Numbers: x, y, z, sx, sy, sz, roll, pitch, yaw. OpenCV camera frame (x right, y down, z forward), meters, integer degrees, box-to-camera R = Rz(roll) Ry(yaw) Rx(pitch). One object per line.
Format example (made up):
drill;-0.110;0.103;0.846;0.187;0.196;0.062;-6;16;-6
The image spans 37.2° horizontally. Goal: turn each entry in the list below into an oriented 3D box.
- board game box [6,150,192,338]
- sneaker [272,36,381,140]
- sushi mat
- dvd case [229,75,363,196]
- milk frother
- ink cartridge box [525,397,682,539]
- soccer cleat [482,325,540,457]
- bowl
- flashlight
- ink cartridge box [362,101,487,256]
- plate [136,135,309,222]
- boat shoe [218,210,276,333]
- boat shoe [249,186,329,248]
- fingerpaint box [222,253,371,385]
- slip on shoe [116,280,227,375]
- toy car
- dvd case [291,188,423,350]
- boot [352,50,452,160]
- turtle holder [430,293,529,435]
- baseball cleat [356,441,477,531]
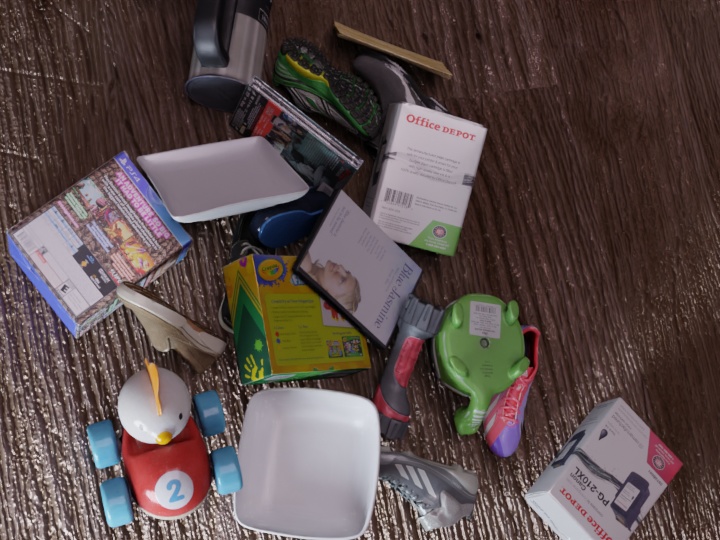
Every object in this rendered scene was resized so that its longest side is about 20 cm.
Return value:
board game box;-0.362;-0.035;1.490;0.199;0.097;0.160;-38;89;-22
sneaker;-0.050;-0.270;1.658;0.199;0.086;0.078;41;45;6
sushi mat;0.049;-0.353;1.711;0.197;0.096;0.012;18;111;-12
dvd case;-0.098;-0.190;1.586;0.199;0.146;0.022;38;66;-4
milk frother;-0.245;-0.358;1.608;0.197;0.180;0.192;-3;71;27
ink cartridge box;0.369;0.319;1.626;0.145;0.084;0.200;45;68;-1
soccer cleat;0.232;0.180;1.626;0.066;0.076;0.203;17;71;-12
bowl;-0.069;0.270;1.489;0.196;0.075;0.203;4;73;7
flashlight;0.067;0.142;1.552;0.067;0.068;0.203;20;96;-20
ink cartridge box;0.093;-0.139;1.629;0.143;0.084;0.204;14;95;-13
plate;-0.195;-0.125;1.503;0.197;0.200;0.033;-13;123;-22
boat shoe;-0.157;-0.011;1.564;0.071;0.068;0.203;14;69;-11
boat shoe;-0.109;-0.081;1.566;0.069;0.199;0.085;43;111;15
fingerpaint box;-0.089;0.069;1.517;0.198;0.073;0.170;1;74;-47
slip on shoe;-0.265;0.082;1.466;0.076;0.200;0.061;32;85;40
toy car;-0.259;0.204;1.383;0.181;0.202;0.178;-14;53;-15
dvd case;0.000;0.000;1.546;0.200;0.017;0.144;43;61;-29
boot;0.042;-0.244;1.689;0.199;0.070;0.132;38;75;1
turtle holder;0.174;0.133;1.592;0.139;0.132;0.188;-22;83;-22
baseball cleat;0.079;0.316;1.547;0.197;0.070;0.108;14;72;-12
